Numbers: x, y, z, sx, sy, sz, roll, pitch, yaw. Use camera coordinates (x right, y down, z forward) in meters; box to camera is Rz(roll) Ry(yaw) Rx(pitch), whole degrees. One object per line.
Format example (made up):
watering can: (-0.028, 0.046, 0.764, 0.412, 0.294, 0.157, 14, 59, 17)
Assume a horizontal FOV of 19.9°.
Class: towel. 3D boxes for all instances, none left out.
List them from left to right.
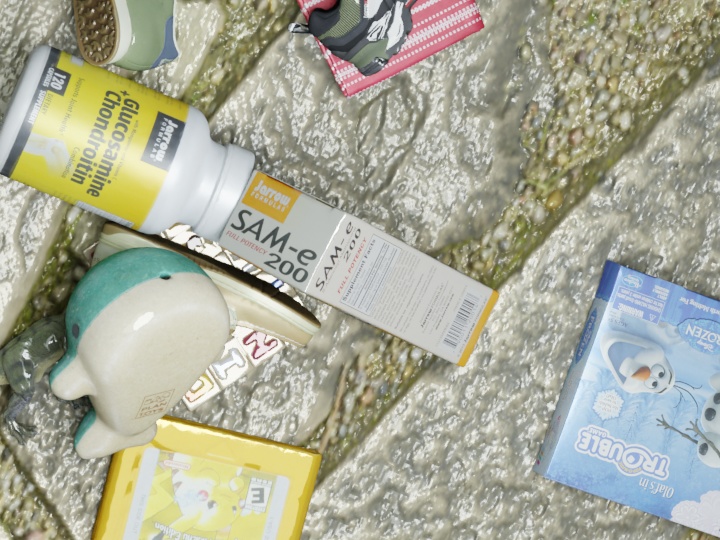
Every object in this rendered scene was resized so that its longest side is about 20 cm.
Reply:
towel: (0.005, -0.266, 1.741, 0.144, 0.022, 0.201, -28, 102, -10)

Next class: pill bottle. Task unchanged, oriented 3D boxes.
pill bottle: (-0.193, -0.097, 1.670, 0.199, 0.112, 0.112, 22, 91, -12)

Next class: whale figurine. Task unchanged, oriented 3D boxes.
whale figurine: (-0.185, 0.064, 1.644, 0.159, 0.200, 0.104, -15, 54, -34)

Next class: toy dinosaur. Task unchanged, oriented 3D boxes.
toy dinosaur: (-0.274, 0.089, 1.705, 0.199, 0.047, 0.088, -27, 107, 4)

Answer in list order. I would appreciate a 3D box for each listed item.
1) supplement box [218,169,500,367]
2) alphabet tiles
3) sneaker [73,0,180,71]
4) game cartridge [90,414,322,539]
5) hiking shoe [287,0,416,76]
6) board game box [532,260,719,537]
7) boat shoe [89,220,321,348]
supplement box: (0.000, 0.000, 1.670, 0.200, 0.126, 0.074, 27, 90, -42)
alphabet tiles: (-0.136, 0.016, 1.745, 0.200, 0.006, 0.167, -34, 101, -6)
sneaker: (-0.189, -0.257, 1.686, 0.090, 0.067, 0.201, 8, 72, -47)
game cartridge: (-0.141, 0.232, 1.752, 0.176, 0.032, 0.201, 14, 91, -12)
hiking shoe: (0.019, -0.265, 1.687, 0.100, 0.076, 0.201, 26, 98, -12)
board game box: (0.279, 0.118, 1.819, 0.199, 0.043, 0.200, 19, 92, -13)
boat shoe: (-0.132, 0.025, 1.711, 0.199, 0.074, 0.067, 24, 96, -2)
